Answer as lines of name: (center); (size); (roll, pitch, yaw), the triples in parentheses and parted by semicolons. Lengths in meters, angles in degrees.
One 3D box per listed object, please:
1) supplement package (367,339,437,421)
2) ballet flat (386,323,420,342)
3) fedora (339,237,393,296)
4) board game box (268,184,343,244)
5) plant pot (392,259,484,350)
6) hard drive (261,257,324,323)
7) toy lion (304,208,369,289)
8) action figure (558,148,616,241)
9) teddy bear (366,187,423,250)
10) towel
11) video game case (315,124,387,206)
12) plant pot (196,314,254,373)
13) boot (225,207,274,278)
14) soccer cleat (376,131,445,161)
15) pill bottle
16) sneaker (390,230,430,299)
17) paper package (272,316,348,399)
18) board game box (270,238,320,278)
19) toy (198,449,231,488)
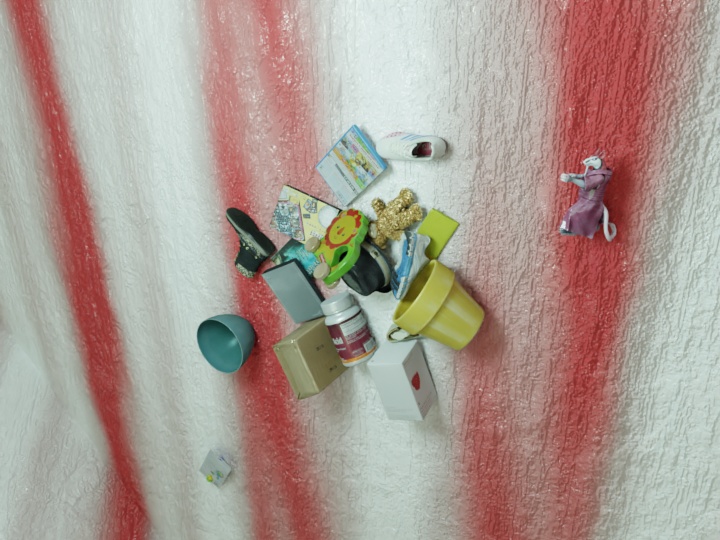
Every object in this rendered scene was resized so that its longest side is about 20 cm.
supplement package: (0.123, 0.318, 1.789); (0.119, 0.121, 0.201); (-7, 114, 34)
ballet flat: (0.158, 0.169, 1.753); (0.199, 0.062, 0.068); (-22, 98, 36)
fedora: (0.000, 0.000, 1.724); (0.200, 0.091, 0.202); (33, 146, 26)
board game box: (-0.160, -0.152, 1.803); (0.199, 0.035, 0.136); (27, 103, 20)
plant pot: (0.213, 0.106, 1.620); (0.188, 0.201, 0.201); (35, 126, -5)
hard drive: (-0.199, 0.066, 1.917); (0.139, 0.033, 0.201); (-20, 114, 32)
toy lion: (-0.052, -0.074, 1.673); (0.191, 0.201, 0.069); (-38, 129, 13)
action figure: (0.507, -0.165, 1.347); (0.148, 0.134, 0.201); (23, 124, 21)
teddy bear: (0.082, -0.136, 1.664); (0.199, 0.067, 0.146); (-16, 99, 35)
towel: (0.179, -0.071, 1.656); (0.086, 0.018, 0.201); (28, 124, -4)
video game case: (-0.029, -0.282, 1.682); (0.144, 0.018, 0.200); (54, 137, 1)
plant pot: (-0.438, 0.229, 2.103); (0.199, 0.135, 0.202); (13, 117, 27)
boot: (-0.378, -0.085, 1.970); (0.204, 0.073, 0.154); (45, 129, 7)
soccer cleat: (0.116, -0.311, 1.555); (0.198, 0.086, 0.070); (5, 113, 30)
pill bottle: (-0.038, 0.174, 1.844); (0.114, 0.114, 0.201); (-17, 101, 36)
sneaker: (0.140, -0.008, 1.646); (0.075, 0.086, 0.201); (-125, 43, -51)
paper package: (-0.145, 0.264, 1.895); (0.103, 0.200, 0.192); (-18, 100, 35)
board game box: (-0.178, -0.040, 1.892); (0.136, 0.028, 0.200); (52, 127, 2)
toy: (-0.577, 0.792, 2.490); (0.115, 0.047, 0.201); (39, 129, 8)
